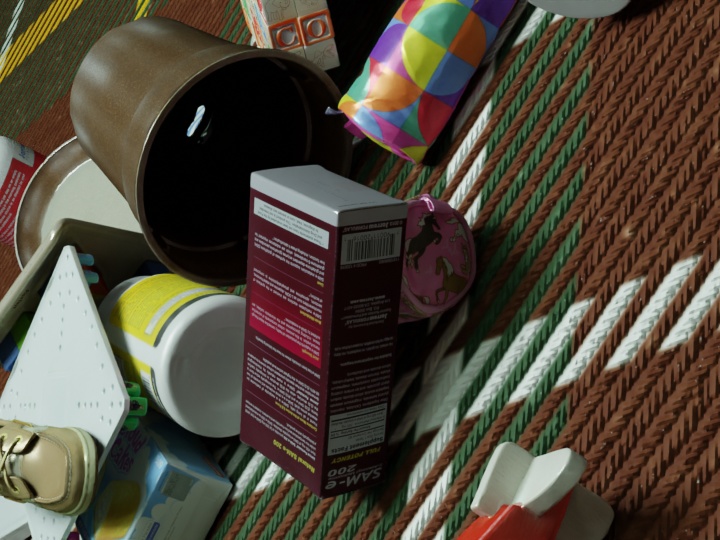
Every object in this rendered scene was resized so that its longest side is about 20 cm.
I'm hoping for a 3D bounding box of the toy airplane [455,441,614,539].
[{"bbox_3d":[0.070,0.189,0.709,0.199,0.141,0.200,-39,0,19],"label":"toy airplane"}]

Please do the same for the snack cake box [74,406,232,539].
[{"bbox_3d":[-0.191,0.181,1.171,0.116,0.067,0.200,-63,29,5],"label":"snack cake box"}]

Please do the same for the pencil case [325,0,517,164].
[{"bbox_3d":[0.057,-0.181,1.052,0.201,0.088,0.088,-57,30,8],"label":"pencil case"}]

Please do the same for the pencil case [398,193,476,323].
[{"bbox_3d":[0.000,0.000,1.001,0.083,0.087,0.199,-38,15,-33],"label":"pencil case"}]

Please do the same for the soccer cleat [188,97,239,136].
[{"bbox_3d":[-0.127,-0.153,1.330,0.199,0.069,0.087,-31,46,44],"label":"soccer cleat"}]

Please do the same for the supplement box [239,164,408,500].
[{"bbox_3d":[-0.028,0.040,0.929,0.109,0.060,0.202,27,118,49],"label":"supplement box"}]

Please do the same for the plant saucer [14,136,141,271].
[{"bbox_3d":[-0.285,-0.058,1.474,0.198,0.032,0.202,-8,69,21],"label":"plant saucer"}]

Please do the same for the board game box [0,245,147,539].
[{"bbox_3d":[-0.250,0.117,1.165,0.201,0.026,0.201,-60,40,29],"label":"board game box"}]

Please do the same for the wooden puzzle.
[{"bbox_3d":[-0.253,0.040,1.286,0.186,0.199,0.046,-50,59,22],"label":"wooden puzzle"}]

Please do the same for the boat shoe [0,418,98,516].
[{"bbox_3d":[-0.275,0.159,1.111,0.199,0.066,0.075,-5,80,55],"label":"boat shoe"}]

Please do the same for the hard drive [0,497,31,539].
[{"bbox_3d":[-0.350,0.220,1.437,0.200,0.027,0.133,-33,41,43],"label":"hard drive"}]

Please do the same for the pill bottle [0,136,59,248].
[{"bbox_3d":[-0.392,-0.084,1.566,0.112,0.199,0.113,-39,36,37],"label":"pill bottle"}]

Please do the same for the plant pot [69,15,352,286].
[{"bbox_3d":[-0.141,-0.119,1.158,0.198,0.200,0.201,37,99,47],"label":"plant pot"}]

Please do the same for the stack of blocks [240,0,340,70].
[{"bbox_3d":[-0.074,-0.250,1.274,0.058,0.116,0.200,-18,36,-5],"label":"stack of blocks"}]

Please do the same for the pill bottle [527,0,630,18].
[{"bbox_3d":[0.163,-0.280,0.929,0.112,0.112,0.202,-13,56,54],"label":"pill bottle"}]

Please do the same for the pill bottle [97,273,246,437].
[{"bbox_3d":[-0.151,0.064,1.156,0.200,0.114,0.115,16,80,60],"label":"pill bottle"}]
